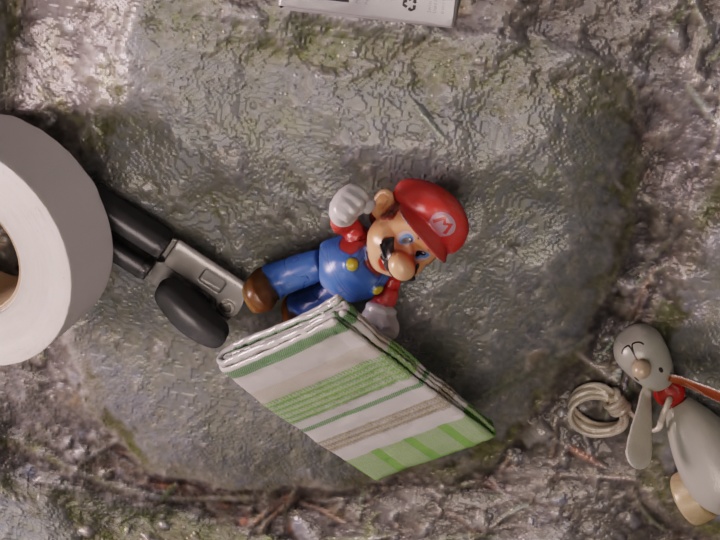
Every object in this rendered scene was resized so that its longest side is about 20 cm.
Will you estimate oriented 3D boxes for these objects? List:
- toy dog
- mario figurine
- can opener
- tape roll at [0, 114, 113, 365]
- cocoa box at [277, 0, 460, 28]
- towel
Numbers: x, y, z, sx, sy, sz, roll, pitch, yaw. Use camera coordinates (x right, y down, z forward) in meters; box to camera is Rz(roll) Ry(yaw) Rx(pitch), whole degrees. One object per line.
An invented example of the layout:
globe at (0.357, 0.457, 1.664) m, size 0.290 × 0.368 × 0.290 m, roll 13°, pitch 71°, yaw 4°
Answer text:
toy dog at (0.275, 0.146, 1.475) m, size 0.200 × 0.096 × 0.132 m, roll 33°, pitch 116°, yaw -10°
mario figurine at (0.000, 0.000, 1.425) m, size 0.200 × 0.123 × 0.106 m, roll -31°, pitch 69°, yaw 28°
can opener at (-0.183, -0.015, 1.475) m, size 0.200 × 0.066 × 0.053 m, roll 36°, pitch 118°, yaw -6°
tape roll at (-0.307, -0.025, 1.453) m, size 0.202 × 0.071 × 0.203 m, roll 10°, pitch 118°, yaw 19°
cocoa box at (0.020, -0.293, 1.261) m, size 0.133 × 0.131 × 0.200 m, roll 8°, pitch 118°, yaw 3°
towel at (-0.002, 0.101, 1.480) m, size 0.149 × 0.031 × 0.200 m, roll -23°, pitch 131°, yaw 38°
